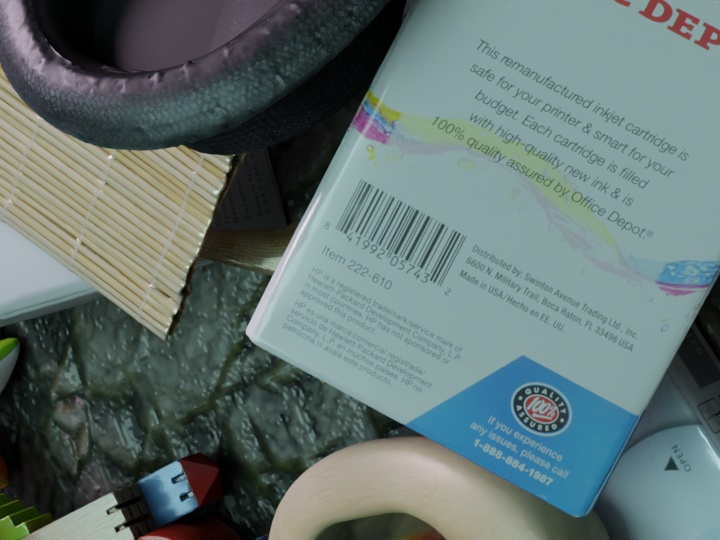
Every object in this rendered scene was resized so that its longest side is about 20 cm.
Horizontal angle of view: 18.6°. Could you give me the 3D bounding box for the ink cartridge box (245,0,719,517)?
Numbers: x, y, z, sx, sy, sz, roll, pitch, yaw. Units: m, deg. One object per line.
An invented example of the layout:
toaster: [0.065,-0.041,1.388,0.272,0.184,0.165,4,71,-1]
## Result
ink cartridge box: [0.068,-0.034,0.824,0.144,0.085,0.201,28,98,2]

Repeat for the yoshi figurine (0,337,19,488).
yoshi figurine: [-0.257,0.032,1.128,0.112,0.112,0.201,-22,84,44]

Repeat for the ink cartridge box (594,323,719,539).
ink cartridge box: [0.088,0.114,0.928,0.200,0.047,0.161,-40,76,34]

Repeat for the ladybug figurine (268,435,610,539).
ladybug figurine: [0.036,0.129,0.918,0.199,0.072,0.137,-13,98,51]

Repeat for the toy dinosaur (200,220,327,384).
toy dinosaur: [0.000,0.000,0.927,0.199,0.058,0.102,-8,73,4]

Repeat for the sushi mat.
sushi mat: [-0.135,-0.061,0.911,0.200,0.012,0.096,34,118,25]

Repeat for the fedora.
fedora: [-0.039,-0.116,0.825,0.199,0.092,0.202,-11,58,18]

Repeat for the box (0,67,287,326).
box: [-0.168,-0.077,1.020,0.198,0.130,0.201,-15,91,37]

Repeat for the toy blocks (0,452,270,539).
toy blocks: [-0.080,0.171,1.043,0.136,0.100,0.201,-28,84,21]
